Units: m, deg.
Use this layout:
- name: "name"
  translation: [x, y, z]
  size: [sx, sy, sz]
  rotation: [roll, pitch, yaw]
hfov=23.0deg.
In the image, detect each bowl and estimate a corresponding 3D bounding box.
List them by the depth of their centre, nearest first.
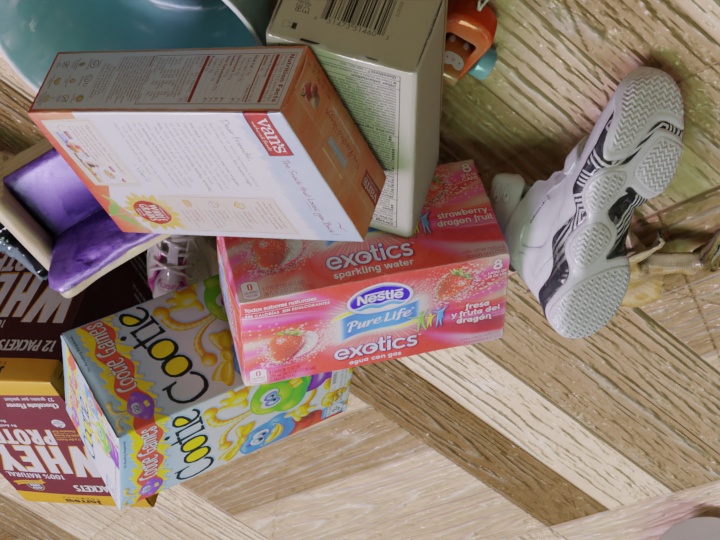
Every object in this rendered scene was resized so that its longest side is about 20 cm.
- name: "bowl"
  translation: [-0.140, -0.185, 1.180]
  size: [0.199, 0.106, 0.202]
  rotation: [12, 146, 8]

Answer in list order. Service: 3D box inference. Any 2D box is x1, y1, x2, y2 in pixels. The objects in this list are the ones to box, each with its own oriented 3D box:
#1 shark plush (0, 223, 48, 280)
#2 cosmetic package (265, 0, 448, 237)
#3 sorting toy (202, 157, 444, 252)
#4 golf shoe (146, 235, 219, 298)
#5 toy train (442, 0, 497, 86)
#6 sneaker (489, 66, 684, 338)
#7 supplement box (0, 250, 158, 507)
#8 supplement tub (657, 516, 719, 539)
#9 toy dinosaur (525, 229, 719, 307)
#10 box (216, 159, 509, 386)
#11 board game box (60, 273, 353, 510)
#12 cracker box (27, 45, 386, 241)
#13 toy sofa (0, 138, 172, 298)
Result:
- name: "shark plush"
  translation: [-0.323, -0.060, 1.449]
  size: [0.198, 0.092, 0.083]
  rotation: [20, 162, 19]
- name: "cosmetic package"
  translation: [-0.001, -0.113, 1.174]
  size: [0.102, 0.074, 0.201]
  rotation: [17, 154, 8]
- name: "sorting toy"
  translation: [-0.022, -0.039, 1.365]
  size: [0.198, 0.037, 0.185]
  rotation: [-20, 133, 24]
- name: "golf shoe"
  translation: [-0.139, -0.028, 1.422]
  size: [0.074, 0.092, 0.201]
  rotation: [9, 142, 11]
- name: "toy train"
  translation: [0.023, -0.188, 1.151]
  size: [0.199, 0.056, 0.150]
  rotation: [30, 144, -20]
- name: "sneaker"
  translation: [0.152, -0.063, 1.248]
  size: [0.074, 0.115, 0.202]
  rotation: [-2, 120, -34]
- name: "supplement box"
  translation: [-0.242, 0.065, 1.501]
  size: [0.131, 0.202, 0.198]
  rotation: [-1, 143, 24]
- name: "supplement tub"
  translation: [0.325, 0.337, 1.700]
  size: [0.143, 0.146, 0.201]
  rotation: [11, 147, 9]
- name: "toy dinosaur"
  translation: [0.183, 0.001, 1.353]
  size: [0.199, 0.059, 0.101]
  rotation: [-14, 137, 38]
- name: "box"
  translation: [0.000, 0.000, 1.282]
  size: [0.198, 0.103, 0.095]
  rotation: [-10, 139, -8]
- name: "board game box"
  translation: [-0.115, 0.079, 1.346]
  size: [0.198, 0.103, 0.105]
  rotation: [-22, 148, -21]
- name: "cracker box"
  translation: [-0.098, -0.082, 1.154]
  size: [0.198, 0.058, 0.134]
  rotation: [4, 147, 29]
- name: "toy sofa"
  translation: [-0.169, -0.074, 1.296]
  size: [0.199, 0.098, 0.083]
  rotation: [-28, 131, 13]
